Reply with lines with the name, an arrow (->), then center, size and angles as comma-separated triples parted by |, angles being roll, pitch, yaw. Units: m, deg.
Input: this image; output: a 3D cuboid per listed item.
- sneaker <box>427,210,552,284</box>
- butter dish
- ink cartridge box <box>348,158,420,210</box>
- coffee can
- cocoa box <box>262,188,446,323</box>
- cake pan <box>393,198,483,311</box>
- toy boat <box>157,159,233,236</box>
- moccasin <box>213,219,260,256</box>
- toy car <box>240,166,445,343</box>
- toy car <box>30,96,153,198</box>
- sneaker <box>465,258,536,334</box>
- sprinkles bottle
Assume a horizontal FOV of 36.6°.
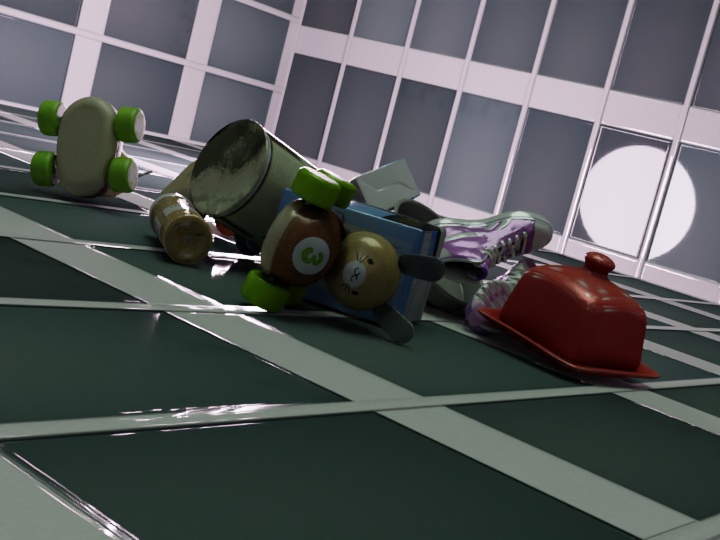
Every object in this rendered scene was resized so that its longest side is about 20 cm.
sneaker -> 0.195, -0.023, 1.587 | 0.198, 0.073, 0.115 | -7, 37, -7
butter dish -> 0.294, 0.047, 1.445 | 0.198, 0.149, 0.200 | 8, 17, -39
ink cartridge box -> -0.011, -0.102, 1.749 | 0.115, 0.067, 0.199 | -26, 0, -39
coffee can -> -0.123, -0.103, 1.553 | 0.146, 0.147, 0.200 | 22, -8, 44
cocoa box -> -0.008, -0.019, 1.425 | 0.198, 0.135, 0.131 | 18, 8, 16
cake pan -> 0.110, -0.019, 1.657 | 0.200, 0.037, 0.201 | 37, 30, -25
toy boat -> -0.233, -0.116, 1.788 | 0.130, 0.132, 0.200 | -16, 24, 33
moccasin -> -0.183, -0.107, 1.675 | 0.068, 0.202, 0.080 | -20, -33, 24
toy car -> -0.009, -0.002, 1.276 | 0.199, 0.166, 0.158 | 29, 10, 9
toy car -> -0.420, -0.187, 1.794 | 0.162, 0.160, 0.200 | 6, -6, 10
sneaker -> 0.199, 0.052, 1.584 | 0.088, 0.081, 0.200 | -30, -1, 36
sprinkles bottle -> -0.249, -0.060, 1.497 | 0.068, 0.069, 0.200 | 12, 8, -19
